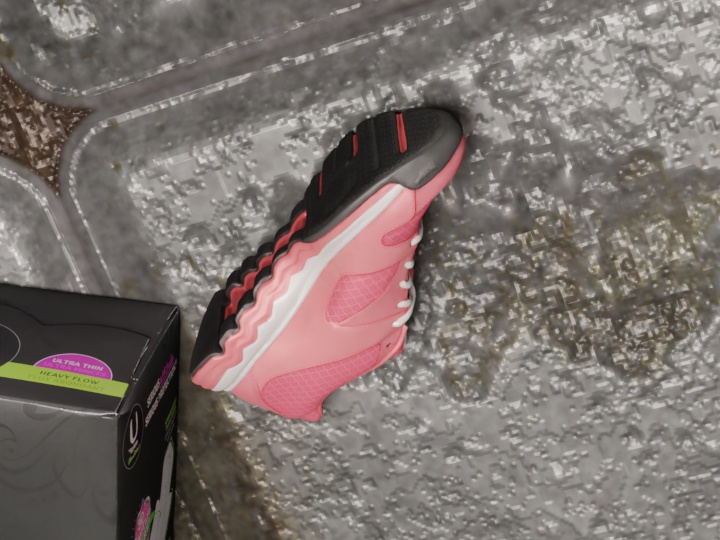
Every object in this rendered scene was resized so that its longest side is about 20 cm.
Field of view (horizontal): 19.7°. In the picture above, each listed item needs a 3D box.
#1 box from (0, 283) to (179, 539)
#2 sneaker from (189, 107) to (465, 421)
[{"bbox_3d":[-0.180,0.123,1.086,0.147,0.124,0.201,8,115,7],"label":"box"},{"bbox_3d":[0.000,0.000,1.034,0.087,0.074,0.200,32,121,-19],"label":"sneaker"}]
